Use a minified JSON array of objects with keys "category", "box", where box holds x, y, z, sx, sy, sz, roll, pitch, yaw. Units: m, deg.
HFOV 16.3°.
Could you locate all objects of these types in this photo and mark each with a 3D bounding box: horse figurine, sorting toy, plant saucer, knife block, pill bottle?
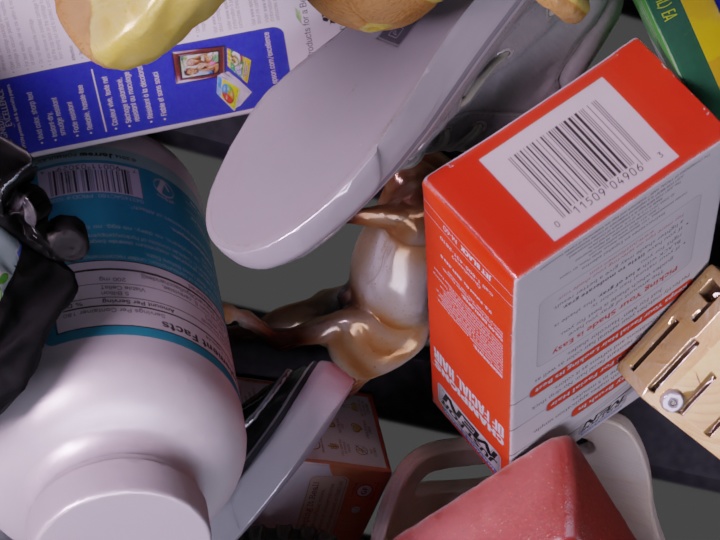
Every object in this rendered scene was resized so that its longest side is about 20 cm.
[{"category":"horse figurine","box":[0.000,0.000,1.104,0.132,0.050,0.200,11,124,-29]},{"category":"sorting toy","box":[0.069,0.148,1.218,0.199,0.107,0.180,-10,129,-16]},{"category":"plant saucer","box":[0.052,0.191,1.145,0.200,0.037,0.200,-33,133,1]},{"category":"knife block","box":[0.202,0.054,1.158,0.200,0.176,0.064,37,104,-15]},{"category":"pill bottle","box":[-0.107,0.040,1.014,0.110,0.200,0.111,-6,133,-7]}]

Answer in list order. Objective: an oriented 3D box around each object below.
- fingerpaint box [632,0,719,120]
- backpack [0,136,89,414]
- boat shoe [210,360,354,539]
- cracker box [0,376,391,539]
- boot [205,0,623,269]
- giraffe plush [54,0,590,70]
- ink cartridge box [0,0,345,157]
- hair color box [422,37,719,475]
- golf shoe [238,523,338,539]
[{"category":"fingerpaint box","box":[0.179,-0.150,0.987,0.166,0.073,0.200,-27,132,5]},{"category":"backpack","box":[-0.223,-0.011,0.918,0.167,0.127,0.200,-21,132,38]},{"category":"boat shoe","box":[-0.085,0.098,1.089,0.068,0.074,0.199,43,118,-1]},{"category":"cracker box","box":[-0.102,0.112,1.179,0.199,0.058,0.134,8,129,-19]},{"category":"boot","box":[0.031,-0.063,1.002,0.200,0.074,0.096,-49,136,-5]},{"category":"giraffe plush","box":[-0.003,-0.147,0.902,0.200,0.173,0.162,-9,164,38]},{"category":"ink cartridge box","box":[-0.095,-0.098,1.005,0.199,0.037,0.095,-13,134,-5]},{"category":"hair color box","box":[0.088,0.003,1.058,0.111,0.064,0.200,-34,154,-15]},{"category":"golf shoe","box":[-0.078,0.183,1.177,0.200,0.077,0.088,-33,158,14]}]
